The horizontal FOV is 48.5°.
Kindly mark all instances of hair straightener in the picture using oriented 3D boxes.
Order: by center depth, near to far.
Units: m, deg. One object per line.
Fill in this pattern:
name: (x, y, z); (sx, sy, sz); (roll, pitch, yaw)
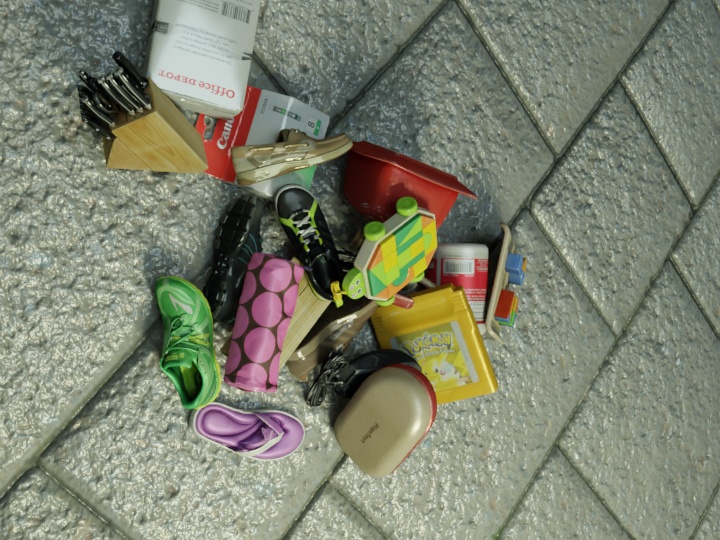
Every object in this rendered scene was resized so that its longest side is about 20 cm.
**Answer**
hair straightener: (0.000, 0.000, 1.321); (0.197, 0.041, 0.078); (16, 60, -3)

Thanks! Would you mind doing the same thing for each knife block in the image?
knife block: (-0.284, -0.213, 1.083); (0.197, 0.176, 0.065); (0, 59, -31)

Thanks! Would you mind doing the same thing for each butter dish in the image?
butter dish: (0.055, -0.116, 1.315); (0.197, 0.200, 0.150); (18, 99, -32)

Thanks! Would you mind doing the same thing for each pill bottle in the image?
pill bottle: (0.170, 0.054, 1.422); (0.111, 0.112, 0.204); (1, 90, -33)

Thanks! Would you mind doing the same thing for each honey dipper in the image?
honey dipper: (0.074, -0.006, 1.356); (0.198, 0.038, 0.038); (32, 73, -3)

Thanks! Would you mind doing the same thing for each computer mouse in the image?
computer mouse: (0.009, 0.164, 1.329); (0.197, 0.139, 0.053); (0, 46, -28)

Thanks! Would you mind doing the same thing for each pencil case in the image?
pencil case: (-0.137, 0.079, 1.171); (0.094, 0.089, 0.203); (46, 57, -70)

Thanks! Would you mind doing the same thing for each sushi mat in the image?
sushi mat: (-0.125, 0.079, 1.243); (0.096, 0.012, 0.201); (45, 60, -14)

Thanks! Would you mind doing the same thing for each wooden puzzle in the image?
wooden puzzle: (0.271, 0.029, 1.465); (0.185, 0.046, 0.203); (32, 66, -72)

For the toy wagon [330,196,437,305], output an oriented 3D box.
toy wagon: (0.040, -0.013, 1.226); (0.199, 0.039, 0.156); (-38, 141, -24)

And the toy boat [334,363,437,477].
toy boat: (0.055, 0.235, 1.318); (0.130, 0.201, 0.130); (44, 36, 14)

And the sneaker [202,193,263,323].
sneaker: (-0.183, -0.016, 1.227); (0.079, 0.075, 0.203); (19, 87, -45)

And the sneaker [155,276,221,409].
sneaker: (-0.252, 0.105, 1.158); (0.073, 0.084, 0.203); (-12, 100, 13)

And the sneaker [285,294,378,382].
sneaker: (-0.045, 0.104, 1.322); (0.199, 0.070, 0.076); (-33, 127, -25)

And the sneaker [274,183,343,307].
sneaker: (-0.067, -0.041, 1.229); (0.071, 0.083, 0.202); (-27, 102, -11)

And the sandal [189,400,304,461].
sandal: (-0.169, 0.253, 1.241); (0.200, 0.050, 0.084); (16, 82, -32)

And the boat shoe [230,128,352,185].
boat shoe: (-0.101, -0.185, 1.215); (0.198, 0.071, 0.065); (-21, 101, -28)

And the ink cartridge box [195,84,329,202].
ink cartridge box: (-0.156, -0.204, 1.246); (0.198, 0.050, 0.163); (22, 79, -33)

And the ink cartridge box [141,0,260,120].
ink cartridge box: (-0.233, -0.338, 1.163); (0.144, 0.084, 0.203); (12, 85, -24)

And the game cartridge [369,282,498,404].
game cartridge: (0.123, 0.133, 1.367); (0.202, 0.174, 0.032); (67, 24, -15)
